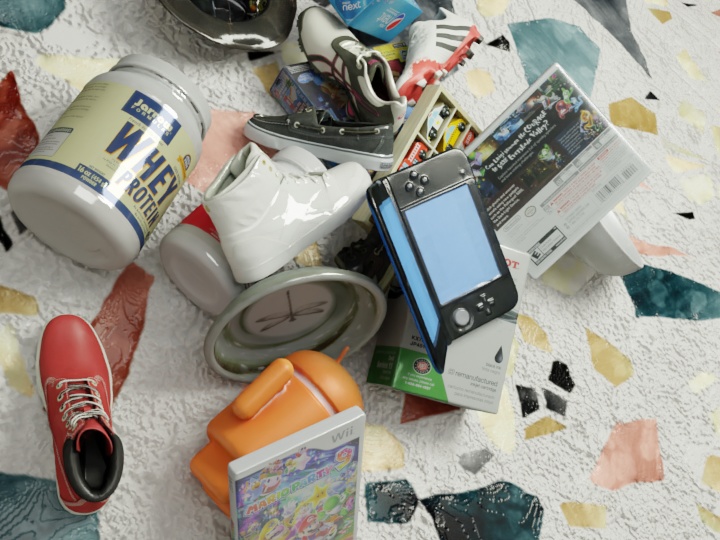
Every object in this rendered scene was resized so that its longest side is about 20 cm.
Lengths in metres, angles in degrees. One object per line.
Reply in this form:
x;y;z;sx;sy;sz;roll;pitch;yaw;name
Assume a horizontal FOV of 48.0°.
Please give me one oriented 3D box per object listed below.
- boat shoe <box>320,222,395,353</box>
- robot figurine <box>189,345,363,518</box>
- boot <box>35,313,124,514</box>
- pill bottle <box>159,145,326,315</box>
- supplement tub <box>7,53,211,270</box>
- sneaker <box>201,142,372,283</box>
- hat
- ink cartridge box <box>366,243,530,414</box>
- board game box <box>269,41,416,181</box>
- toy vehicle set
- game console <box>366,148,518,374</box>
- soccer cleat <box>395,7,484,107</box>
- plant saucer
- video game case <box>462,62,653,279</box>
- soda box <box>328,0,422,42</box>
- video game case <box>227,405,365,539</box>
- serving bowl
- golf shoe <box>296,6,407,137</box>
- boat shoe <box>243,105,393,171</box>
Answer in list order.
0.000;0.000;0.940;0.066;0.072;0.202;24;94;-18;boat shoe
-0.078;0.165;0.841;0.200;0.117;0.144;-40;101;-21;robot figurine
-0.261;0.121;0.763;0.072;0.144;0.201;-6;71;-25;boot
-0.122;-0.052;0.918;0.112;0.112;0.200;44;58;-3;pill bottle
-0.258;-0.117;0.860;0.145;0.145;0.201;32;60;-11;supplement tub
-0.073;-0.089;0.837;0.200;0.073;0.116;-42;121;-33;sneaker
-0.184;-0.348;1.031;0.200;0.081;0.202;11;68;-30;hat
0.107;0.056;0.969;0.146;0.083;0.201;16;81;-18;ink cartridge box
0.013;-0.187;1.068;0.199;0.062;0.201;-20;80;-31;board game box
0.082;-0.115;1.023;0.124;0.026;0.201;37;78;-38;toy vehicle set
0.094;-0.018;0.858;0.170;0.118;0.201;-25;99;-19;game console
0.086;-0.286;1.074;0.085;0.069;0.200;39;55;7;soccer cleat
-0.072;0.049;0.860;0.199;0.200;0.050;-5;54;-27;plant saucer
0.228;-0.120;1.004;0.200;0.023;0.182;-44;97;9;video game case
0.018;-0.359;1.073;0.064;0.068;0.200;54;19;4;soda box
-0.061;0.237;0.798;0.143;0.201;0.018;-19;39;-30;video game case
0.308;-0.070;1.125;0.200;0.066;0.200;44;23;-24;serving bowl
-0.004;-0.256;1.001;0.077;0.088;0.200;-29;83;-30;golf shoe
-0.049;-0.169;0.980;0.199;0.057;0.069;16;20;19;boat shoe
